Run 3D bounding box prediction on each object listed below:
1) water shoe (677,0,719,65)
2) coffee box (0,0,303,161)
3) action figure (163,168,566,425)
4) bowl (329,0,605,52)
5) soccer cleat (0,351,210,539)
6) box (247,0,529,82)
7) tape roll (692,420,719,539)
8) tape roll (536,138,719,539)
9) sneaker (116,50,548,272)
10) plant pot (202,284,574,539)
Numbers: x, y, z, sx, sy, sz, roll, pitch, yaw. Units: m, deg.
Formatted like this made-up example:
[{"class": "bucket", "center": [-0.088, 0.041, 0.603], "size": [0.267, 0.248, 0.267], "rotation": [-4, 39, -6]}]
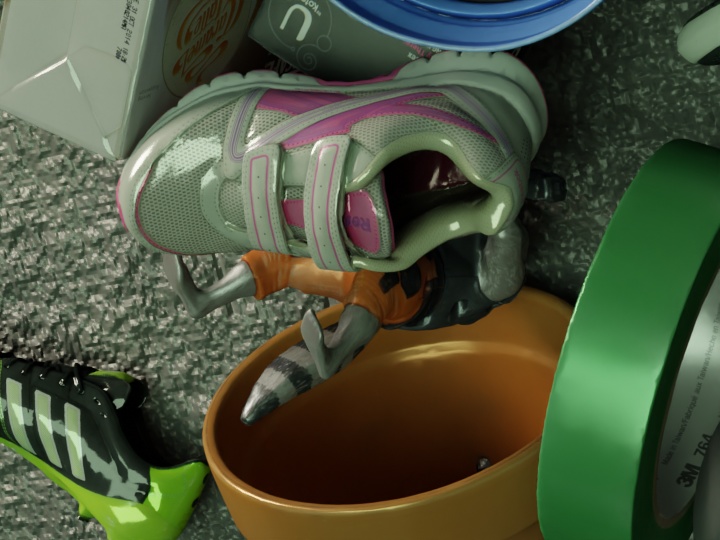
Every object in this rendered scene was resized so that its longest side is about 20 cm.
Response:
[{"class": "water shoe", "center": [0.240, -0.113, 1.067], "size": [0.200, 0.071, 0.079], "rotation": [-18, 99, 30]}, {"class": "coffee box", "center": [-0.085, -0.138, 1.145], "size": [0.080, 0.200, 0.115], "rotation": [24, 114, 19]}, {"class": "action figure", "center": [0.000, 0.000, 1.163], "size": [0.200, 0.193, 0.105], "rotation": [5, 107, 51]}, {"class": "bowl", "center": [0.046, -0.196, 1.014], "size": [0.200, 0.039, 0.201], "rotation": [7, 109, 22]}, {"class": "soccer cleat", "center": [-0.171, 0.078, 1.340], "size": [0.200, 0.068, 0.081], "rotation": [37, 100, 11]}, {"class": "box", "center": [0.050, -0.177, 1.111], "size": [0.106, 0.122, 0.200], "rotation": [34, 117, 11]}, {"class": "tape roll", "center": [0.257, 0.121, 1.083], "size": [0.200, 0.066, 0.201], "rotation": [0, 100, -2]}, {"class": "tape roll", "center": [0.142, 0.041, 1.087], "size": [0.048, 0.200, 0.201], "rotation": [18, 112, 22]}, {"class": "sneaker", "center": [-0.014, -0.042, 1.052], "size": [0.200, 0.088, 0.081], "rotation": [-13, 122, 8]}, {"class": "plant pot", "center": [0.034, 0.115, 1.180], "size": [0.200, 0.200, 0.140], "rotation": [-1, 121, 26]}]
